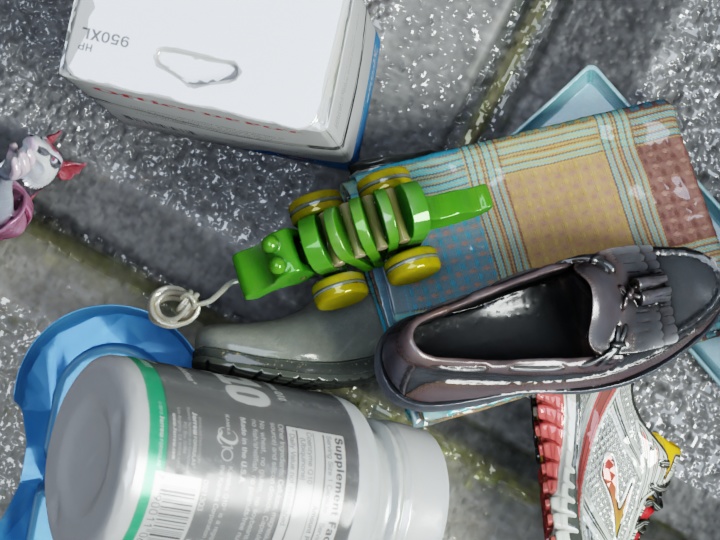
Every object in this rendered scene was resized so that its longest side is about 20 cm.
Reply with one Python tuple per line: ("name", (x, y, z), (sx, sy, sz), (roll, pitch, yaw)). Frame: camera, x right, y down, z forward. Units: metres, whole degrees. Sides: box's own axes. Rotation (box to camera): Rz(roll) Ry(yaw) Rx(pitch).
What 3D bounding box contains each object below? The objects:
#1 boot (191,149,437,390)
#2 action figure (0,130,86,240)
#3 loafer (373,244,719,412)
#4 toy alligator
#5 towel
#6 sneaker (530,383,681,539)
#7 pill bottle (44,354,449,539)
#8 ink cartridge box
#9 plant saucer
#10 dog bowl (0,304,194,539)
("boot", (0.000, 0.000, 1.418), (0.199, 0.068, 0.132), (-1, 82, -14))
("action figure", (-0.244, -0.023, 1.423), (0.199, 0.134, 0.150), (-19, 127, -23))
("loafer", (0.107, 0.029, 1.336), (0.199, 0.063, 0.072), (-14, 75, -12))
("toy alligator", (-0.026, -0.011, 1.345), (0.199, 0.054, 0.060), (-19, 75, 5))
("towel", (0.101, -0.008, 1.390), (0.199, 0.022, 0.147), (-15, 75, -11))
("sneaker", (0.140, 0.125, 1.398), (0.082, 0.078, 0.201), (-5, 86, 2))
("pill bottle", (-0.060, 0.116, 1.359), (0.199, 0.113, 0.114), (13, 87, -29))
("ink cartridge box", (-0.070, -0.116, 1.367), (0.144, 0.200, 0.085), (12, 88, 4))
("plant saucer", (0.172, -0.021, 1.436), (0.070, 0.019, 0.200), (-41, 85, 0))
("dog bowl", (-0.147, 0.121, 1.433), (0.111, 0.050, 0.201), (10, 86, 4))
